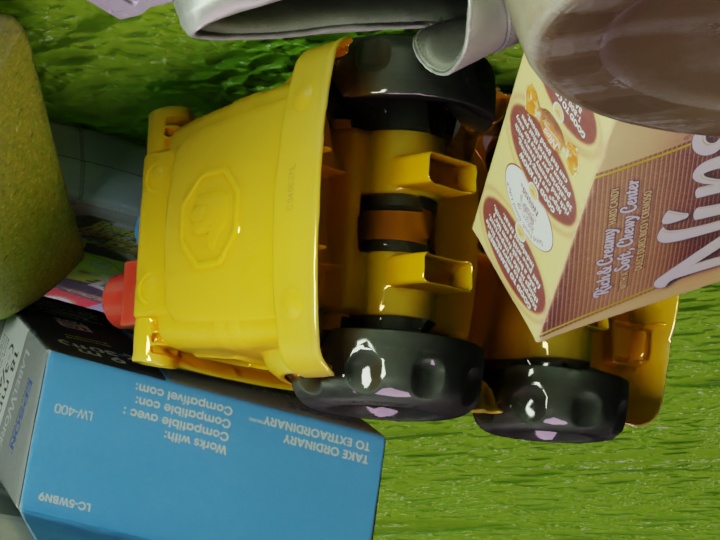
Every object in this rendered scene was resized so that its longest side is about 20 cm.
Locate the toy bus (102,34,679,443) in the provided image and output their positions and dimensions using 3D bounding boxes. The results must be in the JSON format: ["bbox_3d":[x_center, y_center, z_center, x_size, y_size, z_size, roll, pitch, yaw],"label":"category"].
[{"bbox_3d":[0.000,0.000,1.095,0.200,0.136,0.192,13,164,-42],"label":"toy bus"}]

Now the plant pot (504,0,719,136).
[{"bbox_3d":[0.090,-0.130,0.614,0.199,0.174,0.200,0,162,0],"label":"plant pot"}]

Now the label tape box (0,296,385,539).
[{"bbox_3d":[-0.070,0.070,1.102,0.144,0.064,0.200,16,-174,-19],"label":"label tape box"}]

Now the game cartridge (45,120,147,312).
[{"bbox_3d":[-0.121,-0.017,1.186,0.133,0.041,0.200,-19,156,34],"label":"game cartridge"}]

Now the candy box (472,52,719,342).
[{"bbox_3d":[0.111,-0.066,0.873,0.115,0.055,0.200,-17,151,-20],"label":"candy box"}]

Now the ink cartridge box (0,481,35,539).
[{"bbox_3d":[-0.167,0.094,1.072,0.199,0.041,0.199,24,-175,22],"label":"ink cartridge box"}]

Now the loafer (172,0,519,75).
[{"bbox_3d":[0.033,-0.094,0.888,0.199,0.070,0.070,2,160,-15],"label":"loafer"}]

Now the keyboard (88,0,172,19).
[{"bbox_3d":[-0.109,-0.122,0.900,0.056,0.011,0.200,-16,158,26],"label":"keyboard"}]

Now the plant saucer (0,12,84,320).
[{"bbox_3d":[-0.214,-0.031,1.045,0.199,0.048,0.200,4,155,4],"label":"plant saucer"}]
